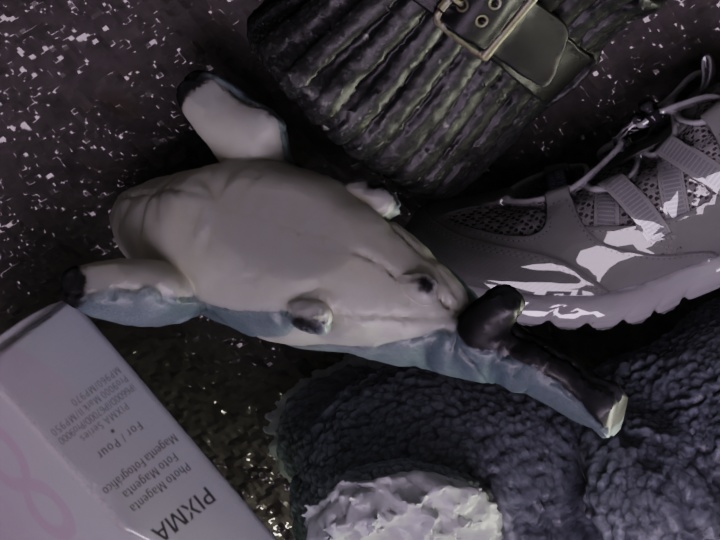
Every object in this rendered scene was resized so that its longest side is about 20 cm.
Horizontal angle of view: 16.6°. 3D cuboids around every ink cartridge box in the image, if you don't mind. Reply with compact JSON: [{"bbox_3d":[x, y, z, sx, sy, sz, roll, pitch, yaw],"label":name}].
[{"bbox_3d":[-0.070,0.122,0.857,0.200,0.057,0.163,52,150,8],"label":"ink cartridge box"}]

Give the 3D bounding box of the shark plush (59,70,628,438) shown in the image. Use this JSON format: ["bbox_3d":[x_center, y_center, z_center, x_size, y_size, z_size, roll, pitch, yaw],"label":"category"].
[{"bbox_3d":[0.000,0.000,0.813,0.200,0.091,0.083,9,157,23],"label":"shark plush"}]

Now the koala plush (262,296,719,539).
[{"bbox_3d":[0.067,0.082,0.867,0.200,0.177,0.184,9,104,-7],"label":"koala plush"}]

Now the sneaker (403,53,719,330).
[{"bbox_3d":[0.109,-0.036,0.848,0.200,0.075,0.082,-11,111,-2],"label":"sneaker"}]

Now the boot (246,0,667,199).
[{"bbox_3d":[0.016,-0.125,0.766,0.158,0.079,0.211,-34,119,20],"label":"boot"}]
